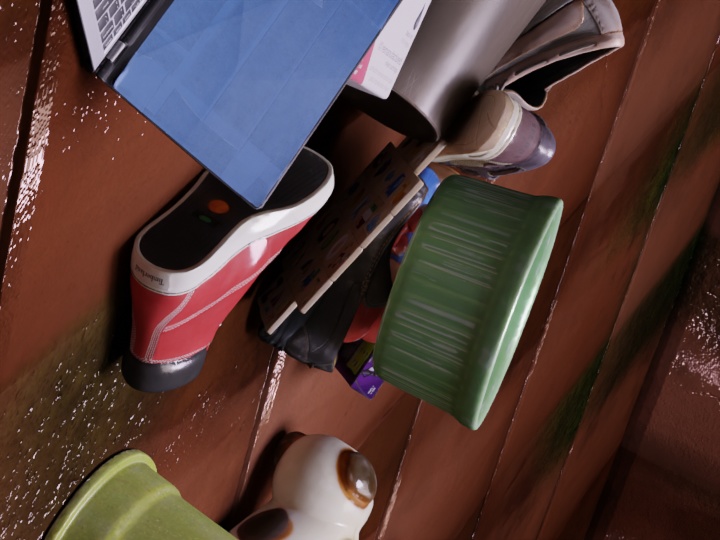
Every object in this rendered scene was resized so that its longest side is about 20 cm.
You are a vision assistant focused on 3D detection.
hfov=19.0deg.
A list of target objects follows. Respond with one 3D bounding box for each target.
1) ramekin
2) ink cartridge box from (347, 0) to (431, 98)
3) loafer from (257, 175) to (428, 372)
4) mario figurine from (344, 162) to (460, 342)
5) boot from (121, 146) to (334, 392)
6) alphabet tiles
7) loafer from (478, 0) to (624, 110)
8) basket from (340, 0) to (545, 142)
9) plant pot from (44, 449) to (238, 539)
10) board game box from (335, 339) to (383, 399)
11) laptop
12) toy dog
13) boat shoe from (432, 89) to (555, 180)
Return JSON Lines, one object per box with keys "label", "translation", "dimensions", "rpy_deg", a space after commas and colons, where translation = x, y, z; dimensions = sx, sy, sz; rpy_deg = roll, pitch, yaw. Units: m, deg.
{"label": "ramekin", "translation": [0.085, 0.019, 1.749], "dimensions": [0.200, 0.098, 0.200], "rpy_deg": [21, 90, -82]}
{"label": "ink cartridge box", "translation": [0.008, -0.233, 1.492], "dimensions": [0.200, 0.085, 0.146], "rpy_deg": [-67, 165, 2]}
{"label": "loafer", "translation": [0.000, 0.000, 1.736], "dimensions": [0.200, 0.072, 0.073], "rpy_deg": [-49, -172, 32]}
{"label": "mario figurine", "translation": [0.034, -0.002, 1.889], "dimensions": [0.200, 0.106, 0.124], "rpy_deg": [-55, 150, -41]}
{"label": "boot", "translation": [-0.098, 0.001, 1.544], "dimensions": [0.200, 0.072, 0.144], "rpy_deg": [-39, 152, -41]}
{"label": "alphabet tiles", "translation": [-0.009, -0.036, 1.676], "dimensions": [0.200, 0.006, 0.166], "rpy_deg": [-47, -166, 5]}
{"label": "loafer", "translation": [0.135, -0.159, 1.734], "dimensions": [0.072, 0.063, 0.200], "rpy_deg": [-12, 161, -42]}
{"label": "basket", "translation": [0.063, -0.210, 1.630], "dimensions": [0.200, 0.136, 0.180], "rpy_deg": [-57, 152, -11]}
{"label": "plant pot", "translation": [-0.135, 0.262, 1.611], "dimensions": [0.200, 0.184, 0.200], "rpy_deg": [-56, 162, -29]}
{"label": "board game box", "translation": [0.046, 0.018, 1.956], "dimensions": [0.200, 0.032, 0.120], "rpy_deg": [-55, -162, 3]}
{"label": "laptop", "translation": [-0.068, -0.178, 1.268], "dimensions": [0.187, 0.116, 0.200], "rpy_deg": [-58, 163, -25]}
{"label": "toy dog", "translation": [-0.065, 0.242, 1.954], "dimensions": [0.194, 0.139, 0.200], "rpy_deg": [46, 67, -34]}
{"label": "boat shoe", "translation": [0.097, -0.102, 1.672], "dimensions": [0.072, 0.065, 0.200], "rpy_deg": [-59, -166, -5]}
